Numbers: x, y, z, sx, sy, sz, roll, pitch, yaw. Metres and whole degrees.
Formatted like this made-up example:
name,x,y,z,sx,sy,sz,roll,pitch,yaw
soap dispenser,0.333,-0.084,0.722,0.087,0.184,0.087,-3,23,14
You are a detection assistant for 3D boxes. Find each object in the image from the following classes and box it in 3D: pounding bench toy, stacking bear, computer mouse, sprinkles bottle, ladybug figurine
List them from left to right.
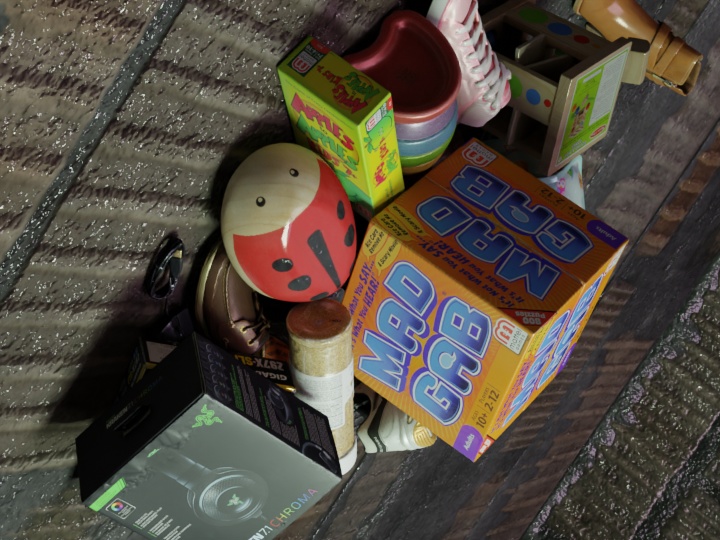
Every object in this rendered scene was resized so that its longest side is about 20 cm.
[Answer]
name,x,y,z,sx,sy,sz,roll,pitch,yaw
computer mouse,-0.179,0.042,1.625,0.059,0.034,0.200,-40,156,-29
ladybug figurine,-0.059,-0.036,1.609,0.136,0.072,0.200,-46,142,-11
sprinkles bottle,-0.039,0.123,1.709,0.068,0.068,0.200,-38,142,-35
stacking bear,0.040,-0.147,1.700,0.121,0.114,0.200,-44,162,-22
pounding bench toy,0.208,-0.224,1.849,0.200,0.156,0.124,-34,145,-42

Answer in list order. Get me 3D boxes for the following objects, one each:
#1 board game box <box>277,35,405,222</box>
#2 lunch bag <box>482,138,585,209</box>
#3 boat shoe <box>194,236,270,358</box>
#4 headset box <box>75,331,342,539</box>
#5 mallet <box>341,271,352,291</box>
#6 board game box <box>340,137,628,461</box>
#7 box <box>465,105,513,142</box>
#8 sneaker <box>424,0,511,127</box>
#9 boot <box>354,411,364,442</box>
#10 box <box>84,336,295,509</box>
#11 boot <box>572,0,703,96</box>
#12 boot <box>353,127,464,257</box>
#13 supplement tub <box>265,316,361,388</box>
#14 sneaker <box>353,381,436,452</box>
name,x,y,z,sx,sy,sz,roll,pitch,yaw
board game box,-0.016,-0.130,1.604,0.048,0.102,0.200,-46,159,-15
lunch bag,0.197,-0.054,1.906,0.122,0.200,0.171,-12,109,-12
boat shoe,-0.121,0.053,1.683,0.072,0.067,0.200,-49,150,-44
headset box,-0.151,0.176,1.601,0.174,0.093,0.200,-40,126,18
mallet,0.000,0.000,1.882,0.066,0.041,0.200,-55,172,2
board game box,0.117,0.028,1.726,0.200,0.200,0.200,-40,158,-43
box,0.187,-0.166,2.054,0.158,0.051,0.200,-21,142,-56
sneaker,0.114,-0.224,1.708,0.200,0.104,0.075,102,12,-52
boot,-0.074,0.234,2.094,0.158,0.079,0.211,-30,149,-47
box,-0.174,0.165,1.678,0.159,0.049,0.200,10,125,-25
boot,0.341,-0.290,2.038,0.077,0.155,0.200,-49,159,-11
boot,0.036,-0.054,1.892,0.200,0.064,0.187,-41,147,-34
supplement tub,-0.066,0.109,1.849,0.123,0.122,0.200,-60,158,18
sneaker,0.030,0.119,1.824,0.200,0.087,0.076,-89,160,-56
